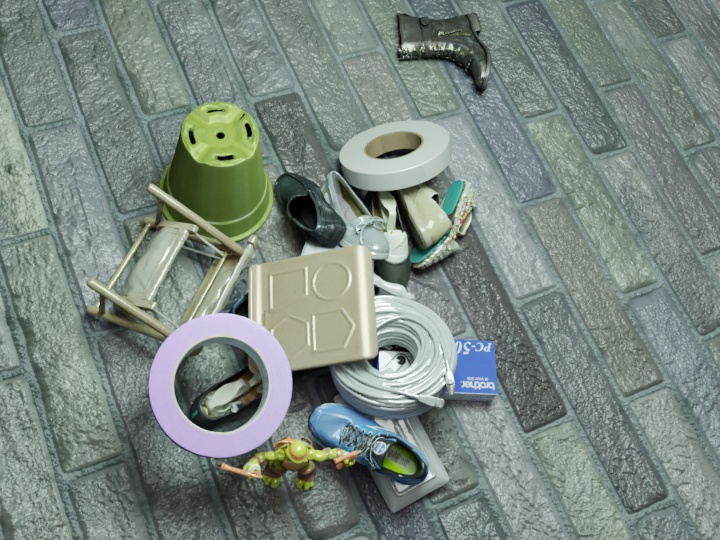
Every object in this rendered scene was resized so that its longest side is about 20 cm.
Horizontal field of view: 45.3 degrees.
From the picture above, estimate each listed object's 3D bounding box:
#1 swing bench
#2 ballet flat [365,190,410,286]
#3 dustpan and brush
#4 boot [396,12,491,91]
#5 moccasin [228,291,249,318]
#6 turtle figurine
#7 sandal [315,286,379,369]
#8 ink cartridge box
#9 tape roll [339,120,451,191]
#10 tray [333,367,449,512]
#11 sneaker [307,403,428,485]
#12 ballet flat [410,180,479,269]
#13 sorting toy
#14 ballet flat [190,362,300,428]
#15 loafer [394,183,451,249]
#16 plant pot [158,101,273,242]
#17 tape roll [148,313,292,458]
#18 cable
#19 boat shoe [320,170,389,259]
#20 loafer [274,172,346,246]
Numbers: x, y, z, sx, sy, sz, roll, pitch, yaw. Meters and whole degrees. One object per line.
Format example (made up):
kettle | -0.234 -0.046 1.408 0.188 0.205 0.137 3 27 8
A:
swing bench | -0.294 0.010 1.362 0.199 0.130 0.199 28 62 -4
ballet flat | 0.046 -0.068 1.499 0.068 0.068 0.201 -7 67 -16
dustpan and brush | 0.000 0.000 1.441 0.199 0.057 0.140 15 24 -1
boot | 0.159 -0.432 1.707 0.173 0.069 0.201 -6 62 -9
moccasin | -0.132 0.040 1.409 0.080 0.068 0.200 41 61 11
turtle figurine | -0.106 0.275 1.251 0.199 0.161 0.065 -6 66 -14
sandal | -0.038 0.074 1.422 0.075 0.048 0.201 33 60 5
ink cartridge box | 0.122 0.161 1.418 0.199 0.044 0.094 4 65 -10
tape roll | 0.062 -0.206 1.524 0.202 0.037 0.203 -10 33 7
tray | 0.049 0.262 1.340 0.107 0.022 0.201 -26 82 -10
sneaker | 0.016 0.254 1.282 0.199 0.089 0.079 25 76 0
ballet flat | 0.158 -0.072 1.529 0.064 0.075 0.200 43 65 -28
sorting toy | -0.074 0.063 1.327 0.199 0.036 0.186 -9 66 12
ballet flat | -0.172 0.178 1.337 0.200 0.073 0.073 -29 73 -23
loafer | 0.103 -0.120 1.512 0.068 0.076 0.200 -17 53 -6
plant pot | -0.233 -0.175 1.425 0.199 0.190 0.201 5 63 -10
tape roll | -0.200 0.165 1.229 0.199 0.066 0.201 3 77 -14
cable | 0.050 0.133 1.337 0.199 0.069 0.201 4 51 5
boat shoe | -0.012 -0.090 1.461 0.074 0.065 0.202 -2 38 -33
loafer | -0.095 -0.112 1.453 0.070 0.068 0.201 20 19 -44
